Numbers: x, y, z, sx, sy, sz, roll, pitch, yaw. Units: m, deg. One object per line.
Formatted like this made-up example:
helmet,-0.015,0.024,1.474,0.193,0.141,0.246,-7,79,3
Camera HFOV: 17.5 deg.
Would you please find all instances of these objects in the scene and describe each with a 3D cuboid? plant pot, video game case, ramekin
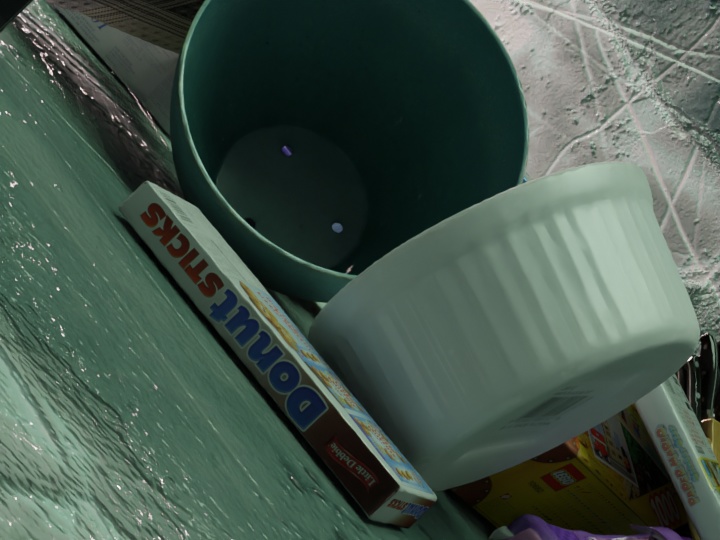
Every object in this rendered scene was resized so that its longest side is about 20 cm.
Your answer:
plant pot,-0.021,-0.064,1.312,0.200,0.200,0.135,48,-28,4
video game case,0.210,0.137,1.409,0.183,0.023,0.200,65,8,10
ramekin,0.081,0.036,1.225,0.098,0.199,0.200,64,10,15

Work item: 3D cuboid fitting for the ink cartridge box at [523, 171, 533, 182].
ink cartridge box,0.070,-0.037,1.844,0.147,0.146,0.200,47,5,-8

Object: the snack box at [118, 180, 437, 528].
snack box,-0.040,0.041,1.135,0.200,0.024,0.072,50,5,18

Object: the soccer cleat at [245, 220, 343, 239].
soccer cleat,0.000,-0.001,1.462,0.200,0.064,0.084,39,27,-42

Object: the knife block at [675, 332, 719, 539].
knife block,0.239,0.151,1.587,0.175,0.064,0.201,-33,102,-49

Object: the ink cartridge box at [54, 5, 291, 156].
ink cartridge box,-0.113,-0.115,1.532,0.200,0.044,0.094,48,8,3

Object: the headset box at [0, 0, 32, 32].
headset box,-0.228,-0.228,1.194,0.200,0.093,0.174,45,6,-28

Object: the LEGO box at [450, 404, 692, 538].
LEGO box,0.121,0.099,1.436,0.200,0.077,0.150,43,29,-47

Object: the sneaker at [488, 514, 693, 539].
sneaker,0.147,0.175,1.309,0.200,0.088,0.081,40,11,-47

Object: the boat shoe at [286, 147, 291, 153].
boat shoe,-0.043,-0.153,1.534,0.201,0.091,0.071,52,-26,-3

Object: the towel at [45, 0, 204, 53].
towel,-0.089,-0.175,1.372,0.199,0.191,0.035,19,68,-51
